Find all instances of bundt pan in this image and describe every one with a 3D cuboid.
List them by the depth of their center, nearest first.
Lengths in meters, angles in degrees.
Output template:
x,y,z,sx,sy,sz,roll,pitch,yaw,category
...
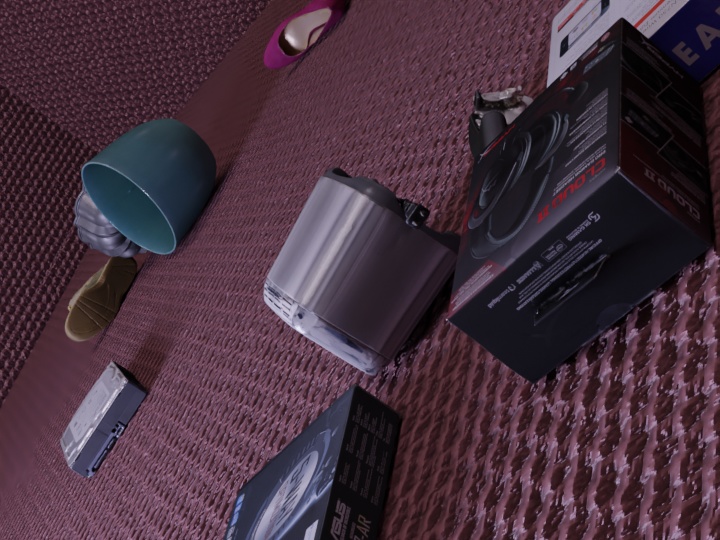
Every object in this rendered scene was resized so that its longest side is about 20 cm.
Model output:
x,y,z,sx,sy,sz,roll,pitch,yaw,category
-0.405,-0.108,2.366,0.076,0.202,0.203,35,90,33,bundt pan

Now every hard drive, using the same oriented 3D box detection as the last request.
x,y,z,sx,sy,sz,roll,pitch,yaw,category
-0.357,0.201,1.834,0.140,0.038,0.200,-57,17,-5,hard drive

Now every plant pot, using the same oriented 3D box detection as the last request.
x,y,z,sx,sy,sz,roll,pitch,yaw,category
-0.336,-0.156,2.220,0.161,0.201,0.200,-51,13,-27,plant pot

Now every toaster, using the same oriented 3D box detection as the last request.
x,y,z,sx,sy,sz,roll,pitch,yaw,category
0.000,0.000,1.068,0.130,0.113,0.200,-59,18,0,toaster

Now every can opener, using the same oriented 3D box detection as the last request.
x,y,z,sx,sy,sz,roll,pitch,yaw,category
0.117,-0.094,1.047,0.200,0.052,0.067,-88,2,-65,can opener

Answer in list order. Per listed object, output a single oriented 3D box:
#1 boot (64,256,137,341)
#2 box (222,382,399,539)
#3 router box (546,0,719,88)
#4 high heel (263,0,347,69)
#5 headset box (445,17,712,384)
x,y,z,sx,sy,sz,roll,pitch,yaw,category
-0.494,0.069,2.430,0.155,0.073,0.201,-35,24,49,boot
-0.048,0.197,0.927,0.160,0.043,0.201,-44,19,35,box
0.212,-0.186,0.931,0.200,0.049,0.180,-44,20,35,router box
-0.103,-0.397,2.230,0.200,0.067,0.096,-42,9,29,high heel
0.133,-0.039,0.817,0.149,0.077,0.201,-44,18,35,headset box
